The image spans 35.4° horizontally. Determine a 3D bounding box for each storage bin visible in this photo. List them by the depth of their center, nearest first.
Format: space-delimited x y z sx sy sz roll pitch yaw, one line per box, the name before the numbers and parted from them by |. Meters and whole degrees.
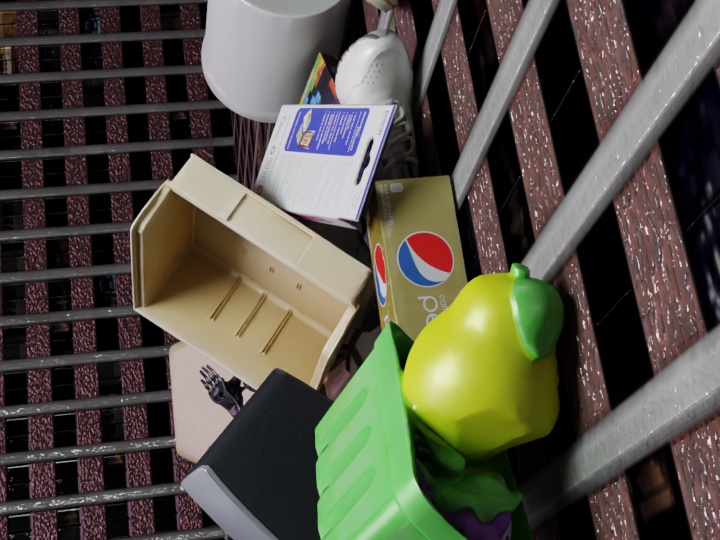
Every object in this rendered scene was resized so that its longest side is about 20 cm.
storage bin | -0.099 0.018 1.016 0.094 0.198 0.199 -55 -5 -24

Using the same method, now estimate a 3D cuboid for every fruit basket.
fruit basket | 0.067 0.102 0.692 0.156 0.215 0.216 46 -176 -20

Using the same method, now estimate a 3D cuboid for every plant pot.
plant pot | -0.125 0.150 1.390 0.199 0.174 0.204 -8 -86 -67

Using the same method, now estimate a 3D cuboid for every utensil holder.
utensil holder | -0.093 -0.292 1.281 0.200 0.167 0.173 115 149 -64

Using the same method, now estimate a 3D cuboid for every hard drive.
hard drive | -0.022 0.175 0.855 0.199 0.135 0.042 39 152 4

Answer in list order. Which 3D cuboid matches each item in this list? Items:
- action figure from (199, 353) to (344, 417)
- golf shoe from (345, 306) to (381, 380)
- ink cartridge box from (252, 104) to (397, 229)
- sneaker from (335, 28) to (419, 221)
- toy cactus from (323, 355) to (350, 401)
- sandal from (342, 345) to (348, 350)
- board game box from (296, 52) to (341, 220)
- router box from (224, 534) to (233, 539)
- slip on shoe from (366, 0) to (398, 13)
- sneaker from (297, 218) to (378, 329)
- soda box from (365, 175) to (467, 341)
action figure | -0.075 0.072 1.190 0.200 0.118 0.103 -35 -78 -53
golf shoe | 0.033 0.120 1.050 0.094 0.077 0.202 44 140 39
ink cartridge box | -0.026 -0.089 0.941 0.199 0.037 0.096 13 83 61
sneaker | 0.025 -0.116 0.992 0.087 0.073 0.202 -122 21 -44
toy cactus | -0.023 0.151 1.173 0.102 0.199 0.166 42 132 12
sandal | -0.017 0.025 1.262 0.201 0.074 0.049 104 177 -60
board game box | -0.043 -0.105 1.188 0.166 0.056 0.202 -111 40 -61
router box | -0.016 0.224 0.948 0.149 0.197 0.052 114 141 -70
slip on shoe | 0.012 -0.273 0.997 0.062 0.073 0.200 -56 15 13
sneaker | 0.000 0.001 1.063 0.071 0.093 0.201 -52 -25 -23
soda box | 0.050 0.033 0.881 0.068 0.063 0.203 109 154 -68
